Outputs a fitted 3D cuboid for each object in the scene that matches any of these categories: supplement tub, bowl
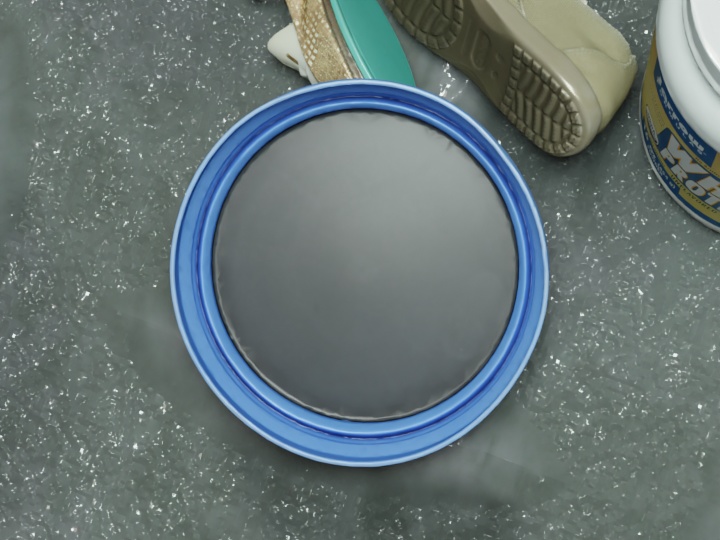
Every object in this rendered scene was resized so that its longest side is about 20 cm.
[{"bbox_3d":[0.214,-0.102,0.807,0.143,0.200,0.146,-1,78,6],"label":"supplement tub"},{"bbox_3d":[0.000,0.000,0.864,0.198,0.039,0.203,1,98,6],"label":"bowl"}]

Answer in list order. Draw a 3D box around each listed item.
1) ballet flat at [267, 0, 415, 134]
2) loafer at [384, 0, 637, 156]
[{"bbox_3d":[-0.028,-0.156,0.923,0.065,0.070,0.202,-28,73,27],"label":"ballet flat"},{"bbox_3d":[0.075,-0.147,0.899,0.068,0.076,0.201,-26,68,-30],"label":"loafer"}]
